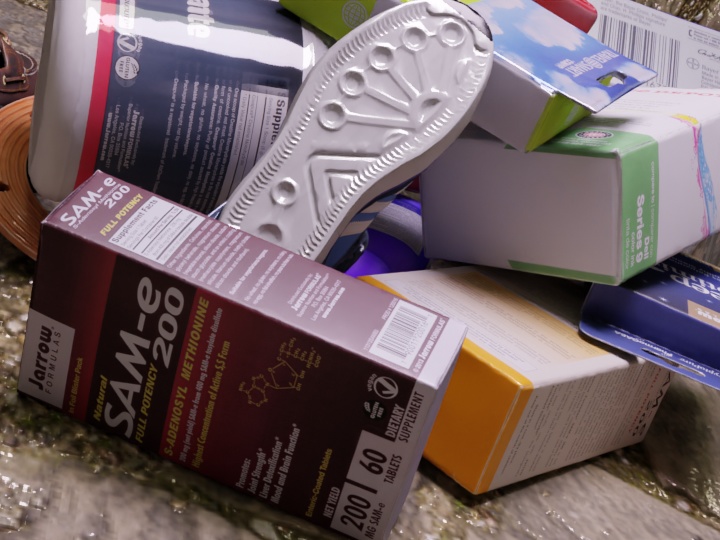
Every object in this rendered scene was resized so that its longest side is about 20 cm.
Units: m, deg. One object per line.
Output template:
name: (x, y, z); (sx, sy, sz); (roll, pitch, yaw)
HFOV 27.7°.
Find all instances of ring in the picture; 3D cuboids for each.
ring: (-0.151, -0.047, 0.933); (0.200, 0.019, 0.201); (17, 37, -14)

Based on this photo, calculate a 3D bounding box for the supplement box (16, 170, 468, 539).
supplement box: (-0.060, 0.043, 0.707); (0.199, 0.109, 0.061); (22, 34, 8)

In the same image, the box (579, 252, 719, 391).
box: (0.202, 0.022, 0.931); (0.121, 0.032, 0.200); (23, 18, 3)

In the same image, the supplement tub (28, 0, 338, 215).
supplement tub: (-0.093, -0.099, 0.886); (0.199, 0.141, 0.140); (7, 22, -17)

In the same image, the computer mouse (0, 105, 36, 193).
computer mouse: (-0.164, -0.067, 1.007); (0.199, 0.044, 0.110); (11, 21, -22)

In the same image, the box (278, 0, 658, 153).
box: (0.066, -0.139, 0.867); (0.200, 0.048, 0.122); (34, 31, 15)

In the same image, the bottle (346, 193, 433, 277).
bottle: (0.000, 0.000, 0.953); (0.083, 0.065, 0.200); (16, 20, 5)

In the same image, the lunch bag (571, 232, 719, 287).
lunch bag: (0.178, -0.045, 1.134); (0.200, 0.140, 0.168); (26, 29, 26)

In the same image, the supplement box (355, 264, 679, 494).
supplement box: (0.088, 0.057, 0.872); (0.126, 0.074, 0.200); (33, 22, 32)

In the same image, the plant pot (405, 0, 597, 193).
plant pot: (0.039, -0.171, 1.048); (0.200, 0.183, 0.201); (33, 18, -12)

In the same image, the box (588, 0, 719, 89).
box: (0.239, -0.130, 1.305); (0.183, 0.200, 0.105); (17, 58, -8)

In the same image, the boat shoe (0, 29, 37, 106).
boat shoe: (-0.279, -0.145, 1.067); (0.070, 0.071, 0.200); (16, 18, -1)

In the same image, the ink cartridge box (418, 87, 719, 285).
ink cartridge box: (0.152, -0.063, 0.940); (0.145, 0.088, 0.200); (9, 22, 37)

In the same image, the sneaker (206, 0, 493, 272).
sneaker: (-0.013, -0.054, 0.809); (0.081, 0.200, 0.146); (40, -11, 1)
